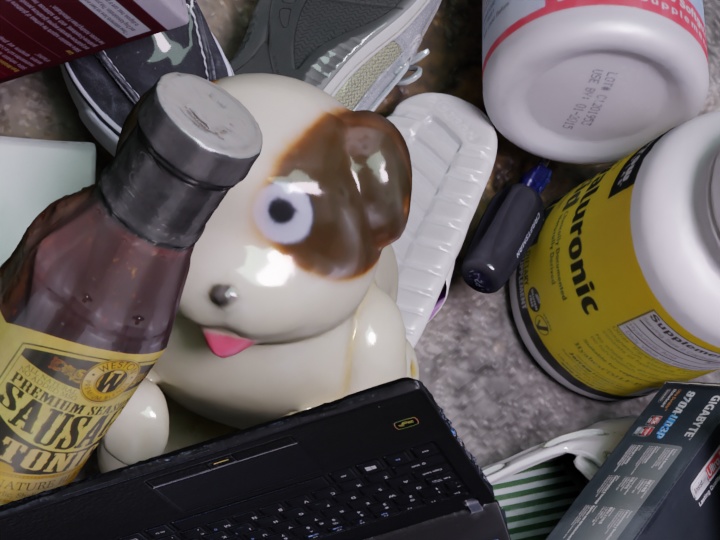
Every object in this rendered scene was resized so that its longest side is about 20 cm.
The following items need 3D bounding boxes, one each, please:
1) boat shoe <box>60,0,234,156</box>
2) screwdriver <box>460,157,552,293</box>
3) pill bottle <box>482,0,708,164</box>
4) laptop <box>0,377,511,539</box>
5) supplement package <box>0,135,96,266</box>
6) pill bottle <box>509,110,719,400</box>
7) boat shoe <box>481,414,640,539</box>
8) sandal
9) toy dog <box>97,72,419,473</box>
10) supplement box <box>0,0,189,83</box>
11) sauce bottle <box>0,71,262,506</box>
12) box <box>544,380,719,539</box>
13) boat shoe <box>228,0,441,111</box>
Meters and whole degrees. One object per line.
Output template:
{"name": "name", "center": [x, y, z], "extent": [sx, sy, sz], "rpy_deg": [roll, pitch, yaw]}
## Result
{"name": "boat shoe", "center": [-0.110, -0.129, 0.806], "extent": [0.071, 0.068, 0.201], "rpy_deg": [-22, 69, -15]}
{"name": "screwdriver", "center": [0.100, -0.060, 0.913], "extent": [0.029, 0.028, 0.200], "rpy_deg": [52, 49, -19]}
{"name": "pill bottle", "center": [0.114, -0.163, 0.897], "extent": [0.108, 0.109, 0.202], "rpy_deg": [13, 57, -18]}
{"name": "laptop", "center": [-0.028, 0.141, 0.653], "extent": [0.176, 0.200, 0.104], "rpy_deg": [-18, 63, 8]}
{"name": "supplement package", "center": [-0.215, 0.010, 0.728], "extent": [0.198, 0.117, 0.118], "rpy_deg": [5, 74, -19]}
{"name": "pill bottle", "center": [0.158, -0.009, 0.838], "extent": [0.110, 0.200, 0.112], "rpy_deg": [6, 74, -21]}
{"name": "boat shoe", "center": [0.105, 0.115, 0.858], "extent": [0.199, 0.067, 0.074], "rpy_deg": [-16, 83, -25]}
{"name": "sandal", "center": [0.006, 0.004, 0.852], "extent": [0.082, 0.050, 0.203], "rpy_deg": [30, 66, 17]}
{"name": "toy dog", "center": [-0.030, 0.004, 0.712], "extent": [0.139, 0.200, 0.195], "rpy_deg": [22, 68, 12]}
{"name": "supplement box", "center": [-0.182, -0.112, 0.730], "extent": [0.198, 0.109, 0.061], "rpy_deg": [-17, 79, 8]}
{"name": "sauce bottle", "center": [-0.101, 0.020, 0.617], "extent": [0.066, 0.200, 0.066], "rpy_deg": [25, 32, -17]}
{"name": "box", "center": [0.134, 0.172, 0.810], "extent": [0.200, 0.046, 0.160], "rpy_deg": [-44, 122, -38]}
{"name": "boat shoe", "center": [-0.021, -0.090, 0.867], "extent": [0.074, 0.065, 0.203], "rpy_deg": [20, 60, 26]}
